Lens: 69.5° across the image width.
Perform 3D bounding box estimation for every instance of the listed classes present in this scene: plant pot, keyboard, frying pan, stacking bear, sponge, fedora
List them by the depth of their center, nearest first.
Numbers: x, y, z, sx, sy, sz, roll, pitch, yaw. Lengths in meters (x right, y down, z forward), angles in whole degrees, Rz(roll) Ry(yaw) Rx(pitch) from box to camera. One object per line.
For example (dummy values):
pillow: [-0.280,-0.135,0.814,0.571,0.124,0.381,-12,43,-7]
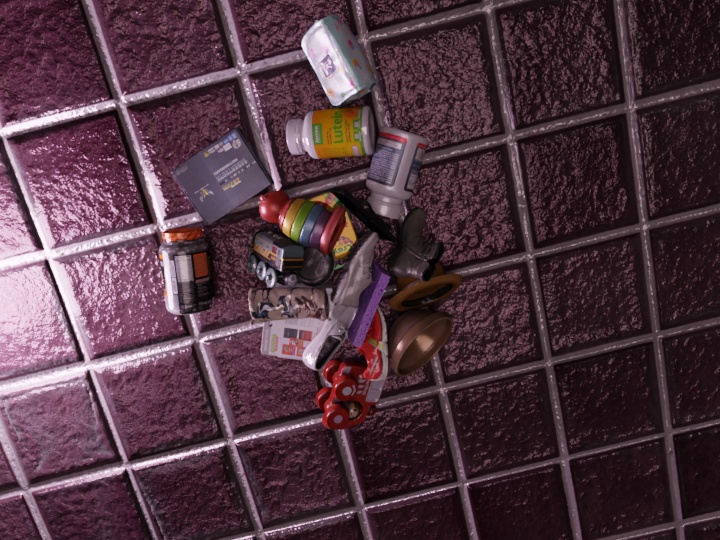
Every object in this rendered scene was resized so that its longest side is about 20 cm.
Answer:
stacking bear: [-0.146,-0.126,1.233,0.199,0.122,0.114,25,75,5]
keyboard: [0.020,-0.132,1.251,0.200,0.127,0.021,40,81,-33]
frying pan: [-0.133,-0.052,1.282,0.114,0.031,0.191,-24,86,12]
fedora: [0.156,0.032,1.321,0.199,0.201,0.082,-20,68,3]
sponge: [0.013,0.083,1.330,0.030,0.112,0.201,19,101,-20]
plant pot: [0.138,0.170,1.343,0.093,0.200,0.201,43,100,31]

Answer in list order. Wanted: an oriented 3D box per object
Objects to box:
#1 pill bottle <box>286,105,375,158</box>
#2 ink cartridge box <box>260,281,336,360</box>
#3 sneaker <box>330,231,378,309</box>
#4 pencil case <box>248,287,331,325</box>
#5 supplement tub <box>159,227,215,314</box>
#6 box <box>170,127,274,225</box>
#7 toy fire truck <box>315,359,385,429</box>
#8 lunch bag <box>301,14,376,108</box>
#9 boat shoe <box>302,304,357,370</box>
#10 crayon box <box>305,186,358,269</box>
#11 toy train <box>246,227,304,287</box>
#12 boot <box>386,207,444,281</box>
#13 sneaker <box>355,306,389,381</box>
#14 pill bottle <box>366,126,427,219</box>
pill bottle: [-0.070,-0.324,1.233,0.198,0.111,0.112,-2,103,11]
ink cartridge box: [-0.159,0.123,1.348,0.174,0.084,0.202,8,101,-4]
sneaker: [0.000,0.000,1.281,0.082,0.075,0.201,26,93,-17]
pencil case: [-0.169,0.085,1.257,0.198,0.078,0.090,-1,84,-2]
supplement tub: [-0.431,-0.001,1.294,0.121,0.123,0.202,-3,102,-1]
box: [-0.338,-0.230,1.283,0.199,0.051,0.158,-31,103,5]
toy fire truck: [-0.020,0.338,1.396,0.167,0.112,0.202,11,103,-23]
lunch bag: [-0.046,-0.465,1.165,0.121,0.200,0.171,-27,103,4]
boat shoe: [-0.065,0.159,1.281,0.200,0.068,0.072,-48,123,-14]
crayon box: [-0.078,-0.096,1.320,0.126,0.051,0.202,-21,103,2]
toy train: [-0.210,-0.032,1.269,0.085,0.199,0.115,1,108,-39]
boot: [0.154,-0.062,1.266,0.068,0.130,0.201,39,65,-40]
sneaker: [0.029,0.183,1.342,0.084,0.077,0.202,-3,74,-1]
pill bottle: [0.079,-0.235,1.260,0.119,0.120,0.202,16,101,-5]
